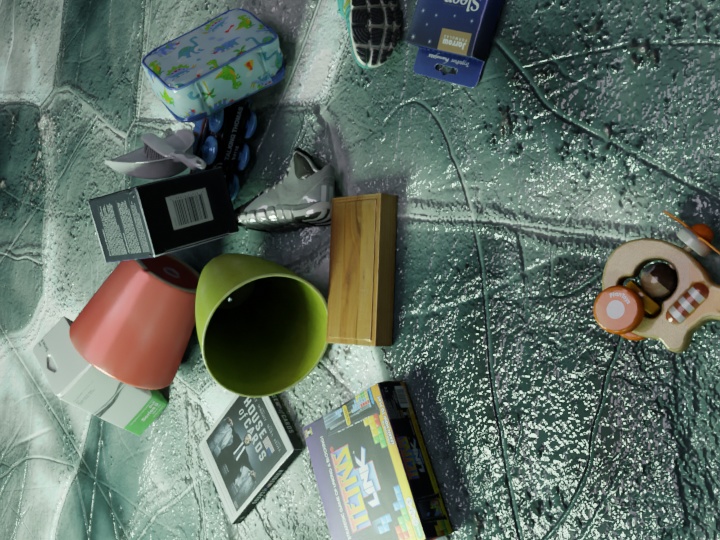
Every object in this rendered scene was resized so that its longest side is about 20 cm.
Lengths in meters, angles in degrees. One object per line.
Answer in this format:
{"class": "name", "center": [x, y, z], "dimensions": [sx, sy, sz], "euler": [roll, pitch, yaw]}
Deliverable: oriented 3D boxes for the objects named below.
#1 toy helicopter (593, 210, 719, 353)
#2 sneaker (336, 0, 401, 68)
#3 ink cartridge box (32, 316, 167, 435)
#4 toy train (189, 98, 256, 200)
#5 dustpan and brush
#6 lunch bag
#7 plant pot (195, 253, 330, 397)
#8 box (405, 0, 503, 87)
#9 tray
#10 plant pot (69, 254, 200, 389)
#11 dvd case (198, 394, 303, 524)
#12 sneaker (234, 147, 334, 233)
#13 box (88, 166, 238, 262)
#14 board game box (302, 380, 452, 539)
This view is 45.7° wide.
{"class": "toy helicopter", "center": [0.329, 0.018, 0.808], "dimensions": [0.199, 0.079, 0.133], "euler": [17, 90, 35]}
{"class": "sneaker", "center": [0.005, -0.364, 1.179], "dimensions": [0.080, 0.077, 0.202], "euler": [141, 127, -59]}
{"class": "ink cartridge box", "center": [-0.451, 0.186, 1.487], "dimensions": [0.084, 0.200, 0.146], "euler": [-46, 51, -1]}
{"class": "toy train", "center": [-0.233, -0.202, 1.392], "dimensions": [0.114, 0.086, 0.202], "euler": [39, 116, 51]}
{"class": "dustpan and brush", "center": [-0.293, -0.176, 1.310], "dimensions": [0.199, 0.139, 0.058], "euler": [33, 140, 36]}
{"class": "lunch bag", "center": [-0.227, -0.320, 1.321], "dimensions": [0.161, 0.199, 0.083], "euler": [43, 158, 40]}
{"class": "plant pot", "center": [-0.165, 0.054, 1.248], "dimensions": [0.200, 0.186, 0.189], "euler": [43, 117, 57]}
{"class": "box", "center": [0.124, -0.339, 1.066], "dimensions": [0.121, 0.032, 0.202], "euler": [27, 107, 44]}
{"class": "tray", "center": [0.000, 0.000, 1.162], "dimensions": [0.098, 0.037, 0.202], "euler": [-1, 85, 46]}
{"class": "plant pot", "center": [-0.359, 0.070, 1.434], "dimensions": [0.200, 0.200, 0.178], "euler": [43, 106, 39]}
{"class": "dvd case", "center": [-0.174, 0.274, 1.326], "dimensions": [0.200, 0.025, 0.151], "euler": [-53, 53, 30]}
{"class": "sneaker", "center": [-0.109, -0.121, 1.269], "dimensions": [0.199, 0.075, 0.117], "euler": [-2, 79, 37]}
{"class": "box", "center": [-0.304, -0.083, 1.304], "dimensions": [0.199, 0.147, 0.105], "euler": [-4, 103, 54]}
{"class": "board game box", "center": [0.016, 0.268, 1.107], "dimensions": [0.165, 0.056, 0.201], "euler": [-36, 62, 37]}
